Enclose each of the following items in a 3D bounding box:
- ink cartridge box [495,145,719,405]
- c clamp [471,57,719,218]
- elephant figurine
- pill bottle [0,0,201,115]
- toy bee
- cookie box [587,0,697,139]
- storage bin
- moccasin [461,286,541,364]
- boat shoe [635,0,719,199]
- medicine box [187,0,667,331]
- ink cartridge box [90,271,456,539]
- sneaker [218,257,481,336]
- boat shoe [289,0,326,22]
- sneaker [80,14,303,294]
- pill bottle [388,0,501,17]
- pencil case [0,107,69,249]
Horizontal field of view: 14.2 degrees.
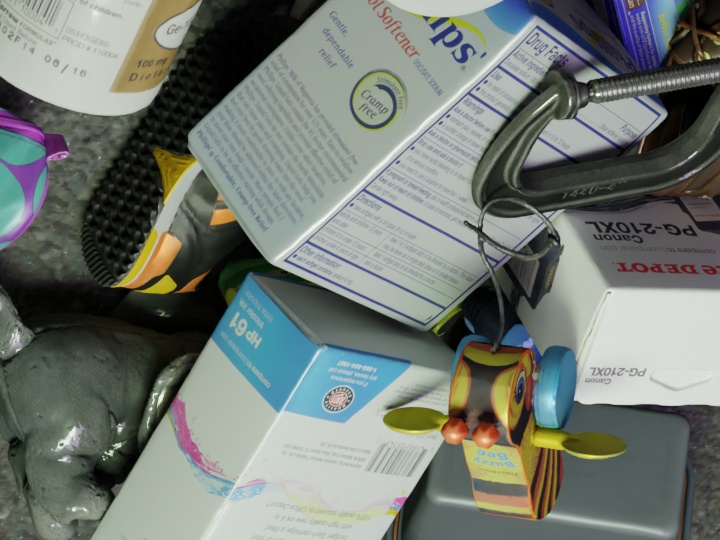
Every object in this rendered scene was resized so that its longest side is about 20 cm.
[{"bbox_3d":[0.159,-0.014,1.724,0.145,0.200,0.084,2,127,-25],"label":"ink cartridge box"},{"bbox_3d":[0.156,-0.091,1.570,0.200,0.027,0.171,-15,152,-23],"label":"c clamp"},{"bbox_3d":[-0.116,0.072,1.736,0.200,0.142,0.155,-17,163,-13],"label":"elephant figurine"},{"bbox_3d":[-0.122,-0.191,1.513,0.114,0.114,0.200,11,123,-30],"label":"pill bottle"},{"bbox_3d":[0.069,0.076,1.595,0.131,0.109,0.200,-11,124,32],"label":"toy bee"},{"bbox_3d":[0.236,-0.180,1.705,0.200,0.075,0.171,-22,133,-4],"label":"cookie box"},{"bbox_3d":[0.116,0.145,1.813,0.200,0.146,0.134,8,160,1],"label":"storage bin"},{"bbox_3d":[0.127,0.039,1.840,0.080,0.068,0.200,-50,154,3],"label":"moccasin"},{"bbox_3d":[0.209,-0.121,1.641,0.070,0.070,0.200,-6,131,-24],"label":"boat shoe"},{"bbox_3d":[0.040,-0.081,1.604,0.200,0.103,0.182,-43,151,13],"label":"medicine box"},{"bbox_3d":[-0.045,0.113,1.676,0.144,0.085,0.200,13,113,-48],"label":"ink cartridge box"},{"bbox_3d":[0.000,0.000,1.755,0.200,0.084,0.074,-9,133,-42],"label":"sneaker"},{"bbox_3d":[0.046,-0.179,1.633,0.200,0.060,0.072,-41,132,12],"label":"boat shoe"},{"bbox_3d":[-0.077,-0.065,1.678,0.090,0.070,0.200,15,123,-46],"label":"sneaker"},{"bbox_3d":[0.020,-0.227,1.485,0.112,0.200,0.112,-12,131,-14],"label":"pill bottle"},{"bbox_3d":[-0.259,-0.086,1.560,0.092,0.085,0.200,-42,132,15],"label":"pencil case"}]
